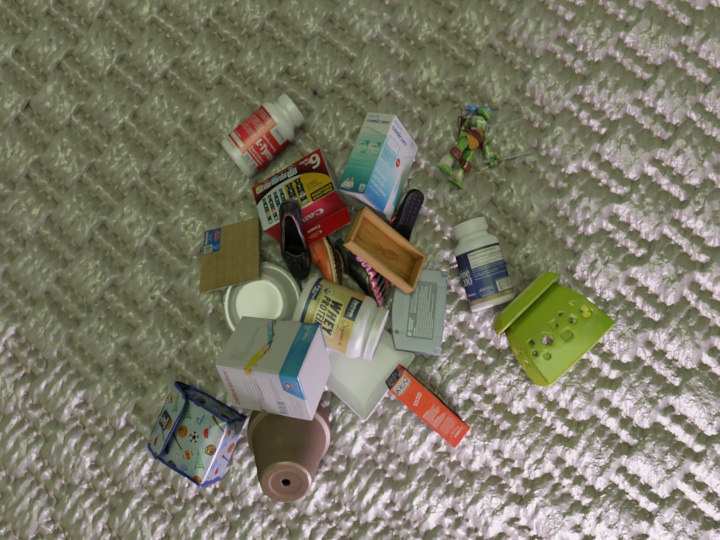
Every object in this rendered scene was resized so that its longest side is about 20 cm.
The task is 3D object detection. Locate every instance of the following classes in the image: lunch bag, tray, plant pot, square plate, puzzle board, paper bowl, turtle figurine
[{"bbox_3d":[-0.399,0.382,1.350,0.196,0.124,0.174,25,86,19],"label":"lunch bag"},{"bbox_3d":[0.059,-0.045,1.317,0.198,0.037,0.100,37,59,-22],"label":"tray"},{"bbox_3d":[-0.163,0.405,1.265,0.194,0.176,0.206,-1,115,-2],"label":"plant pot"},{"bbox_3d":[0.416,0.125,1.283,0.199,0.200,0.182,-42,76,-1],"label":"plant pot"},{"bbox_3d":[-0.002,0.219,1.381,0.199,0.028,0.199,40,88,6],"label":"square plate"},{"bbox_3d":[-0.313,-0.038,1.379,0.146,0.018,0.203,-14,48,4],"label":"puzzle board"},{"bbox_3d":[-0.234,0.083,1.372,0.194,0.104,0.207,0,85,2],"label":"paper bowl"},{"bbox_3d":[0.286,-0.289,1.352,0.198,0.144,0.196,38,92,10],"label":"turtle figurine"}]

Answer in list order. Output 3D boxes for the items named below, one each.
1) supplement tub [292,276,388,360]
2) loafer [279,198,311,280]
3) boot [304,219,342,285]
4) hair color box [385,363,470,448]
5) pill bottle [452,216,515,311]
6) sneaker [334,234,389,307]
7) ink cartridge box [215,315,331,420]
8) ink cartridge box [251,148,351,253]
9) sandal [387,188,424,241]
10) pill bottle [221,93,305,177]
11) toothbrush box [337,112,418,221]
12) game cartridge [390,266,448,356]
[{"bbox_3d":[-0.045,0.113,1.308,0.195,0.144,0.148,20,86,8],"label":"supplement tub"},{"bbox_3d":[-0.154,-0.059,1.305,0.070,0.064,0.205,-6,121,1],"label":"loafer"},{"bbox_3d":[-0.109,-0.038,1.394,0.105,0.075,0.205,-22,76,5],"label":"boot"},{"bbox_3d":[0.152,0.309,1.313,0.199,0.101,0.062,41,88,-4],"label":"hair color box"},{"bbox_3d":[0.284,-0.015,1.342,0.108,0.111,0.206,-16,84,2],"label":"pill bottle"},{"bbox_3d":[0.000,0.000,1.364,0.094,0.079,0.204,-15,107,34],"label":"sneaker"},{"bbox_3d":[-0.186,0.211,1.251,0.194,0.149,0.148,5,42,17],"label":"ink cartridge box"},{"bbox_3d":[-0.140,-0.157,1.353,0.196,0.084,0.179,-28,61,10],"label":"ink cartridge box"},{"bbox_3d":[0.093,-0.105,1.387,0.045,0.074,0.204,33,101,46],"label":"sandal"},{"bbox_3d":[-0.236,-0.336,1.404,0.199,0.112,0.113,-41,84,0],"label":"pill bottle"},{"bbox_3d":[0.044,-0.243,1.343,0.084,0.146,0.205,14,77,33],"label":"toothbrush box"},{"bbox_3d":[0.138,0.095,1.366,0.129,0.041,0.206,8,75,1],"label":"game cartridge"}]
